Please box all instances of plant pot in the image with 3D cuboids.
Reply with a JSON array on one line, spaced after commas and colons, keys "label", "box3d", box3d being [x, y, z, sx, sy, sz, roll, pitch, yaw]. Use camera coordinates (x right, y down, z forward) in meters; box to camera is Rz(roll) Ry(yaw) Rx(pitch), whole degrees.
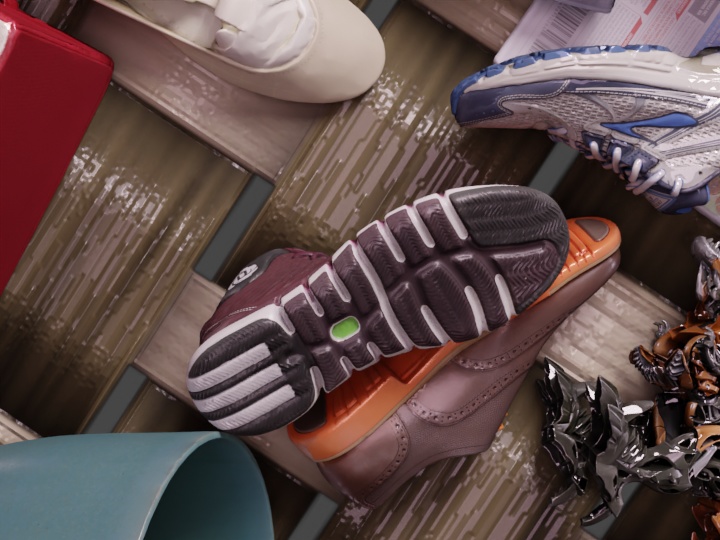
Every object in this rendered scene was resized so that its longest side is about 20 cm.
[{"label": "plant pot", "box3d": [-0.150, 0.172, 0.750, 0.160, 0.200, 0.202, 4, 92, 16]}]

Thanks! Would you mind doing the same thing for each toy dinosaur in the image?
[{"label": "toy dinosaur", "box3d": [0.170, 0.084, 0.777, 0.135, 0.102, 0.201, 2, 70, -13]}]

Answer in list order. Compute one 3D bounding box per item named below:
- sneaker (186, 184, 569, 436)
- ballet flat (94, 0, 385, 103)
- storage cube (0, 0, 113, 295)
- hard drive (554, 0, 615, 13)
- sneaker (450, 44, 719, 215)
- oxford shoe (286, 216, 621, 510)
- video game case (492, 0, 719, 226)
[{"label": "sneaker", "box3d": [0.000, 0.000, 0.772, 0.199, 0.116, 0.076, -24, 112, -1]}, {"label": "ballet flat", "box3d": [-0.083, -0.141, 0.794, 0.199, 0.069, 0.070, 22, 93, 2]}, {"label": "storage cube", "box3d": [-0.249, -0.074, 0.751, 0.170, 0.180, 0.201, 28, 94, 2]}, {"label": "hard drive", "box3d": [0.057, -0.223, 0.767, 0.199, 0.042, 0.136, 23, 116, 11]}, {"label": "sneaker", "box3d": [0.144, -0.069, 0.761, 0.199, 0.077, 0.086, 0, 96, 4]}, {"label": "oxford shoe", "box3d": [0.059, 0.047, 0.800, 0.200, 0.071, 0.073, -36, 113, 5]}, {"label": "video game case", "box3d": [0.190, -0.110, 0.801, 0.200, 0.018, 0.144, 35, 93, 2]}]
